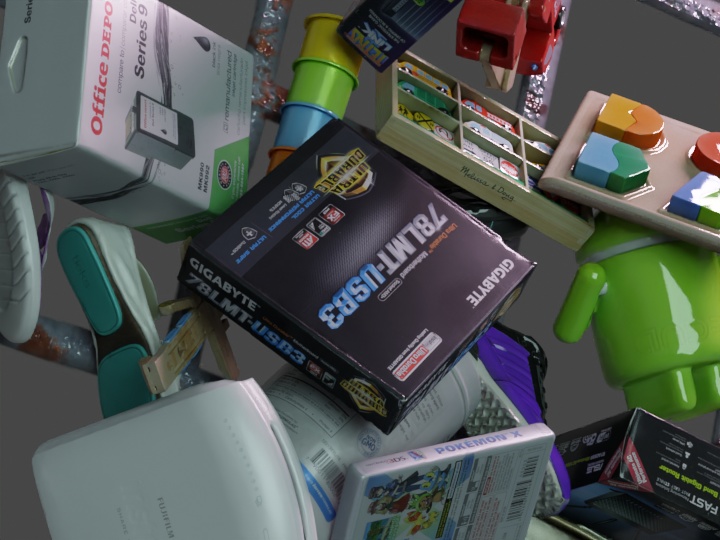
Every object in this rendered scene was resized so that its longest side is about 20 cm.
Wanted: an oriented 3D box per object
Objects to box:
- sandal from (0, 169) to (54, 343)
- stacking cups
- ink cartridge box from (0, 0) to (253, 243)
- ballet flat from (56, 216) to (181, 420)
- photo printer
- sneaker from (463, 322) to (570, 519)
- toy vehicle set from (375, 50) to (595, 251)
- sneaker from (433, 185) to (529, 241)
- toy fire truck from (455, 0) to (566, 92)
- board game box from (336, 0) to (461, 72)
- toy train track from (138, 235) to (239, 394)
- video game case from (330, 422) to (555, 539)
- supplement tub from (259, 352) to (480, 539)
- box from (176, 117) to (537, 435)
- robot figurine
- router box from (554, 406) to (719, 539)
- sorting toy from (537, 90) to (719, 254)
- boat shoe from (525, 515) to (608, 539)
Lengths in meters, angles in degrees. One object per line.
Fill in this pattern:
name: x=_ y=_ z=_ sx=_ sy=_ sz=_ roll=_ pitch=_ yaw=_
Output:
sandal: x=-0.250 y=-0.049 z=1.601 sx=0.050 sy=0.082 sz=0.204 roll=-3 pitch=77 yaw=-32
stacking cups: x=-0.040 y=-0.104 z=1.735 sx=0.060 sy=0.060 sz=0.201 roll=21 pitch=71 yaw=-20
ink cartridge box: x=-0.172 y=-0.120 z=1.605 sx=0.200 sy=0.084 sz=0.147 roll=25 pitch=62 yaw=-53
ballet flat: x=-0.169 y=0.052 z=1.630 sx=0.069 sy=0.069 sz=0.201 roll=-15 pitch=83 yaw=-29
photo printer: x=-0.126 y=0.173 z=1.538 sx=0.069 sy=0.199 sz=0.167 roll=-9 pitch=80 yaw=-61
sneaker: x=0.123 y=0.099 z=1.738 sx=0.099 sy=0.070 sz=0.201 roll=-21 pitch=71 yaw=-40
toy vehicle set: x=0.101 y=-0.102 z=1.782 sx=0.199 sy=0.027 sz=0.124 roll=28 pitch=29 yaw=-18
sneaker: x=0.054 y=-0.022 z=1.764 sx=0.199 sy=0.075 sz=0.080 roll=-8 pitch=111 yaw=-35
toy fire truck: x=0.125 y=-0.198 z=1.770 sx=0.049 sy=0.200 sz=0.142 roll=15 pitch=68 yaw=13
board game box: x=0.077 y=-0.269 z=1.738 sx=0.057 sy=0.165 sz=0.200 roll=40 pitch=41 yaw=-11
toy train track: x=-0.134 y=0.047 z=1.604 sx=0.200 sy=0.032 sz=0.115 roll=-60 pitch=133 yaw=-69
video game case: x=0.049 y=0.214 z=1.627 sx=0.182 sy=0.201 sz=0.022 roll=-9 pitch=36 yaw=-34
supplement tub: x=-0.018 y=0.122 z=1.643 sx=0.200 sy=0.132 sz=0.132 roll=-42 pitch=97 yaw=-29
box: x=0.000 y=0.000 z=1.611 sx=0.198 sy=0.050 sz=0.200 roll=36 pitch=47 yaw=13
robot figurine: x=0.246 y=0.025 z=1.807 sx=0.175 sy=0.116 sz=0.201 roll=-5 pitch=76 yaw=-35
router box: x=0.254 y=0.188 z=1.750 sx=0.199 sy=0.150 sz=0.062 roll=26 pitch=67 yaw=-18
sorting toy: x=0.256 y=-0.086 z=1.796 sx=0.184 sy=0.037 sz=0.200 roll=20 pitch=31 yaw=9
boat shoe: x=0.137 y=0.219 z=1.733 sx=0.200 sy=0.063 sz=0.073 roll=27 pitch=66 yaw=-18
